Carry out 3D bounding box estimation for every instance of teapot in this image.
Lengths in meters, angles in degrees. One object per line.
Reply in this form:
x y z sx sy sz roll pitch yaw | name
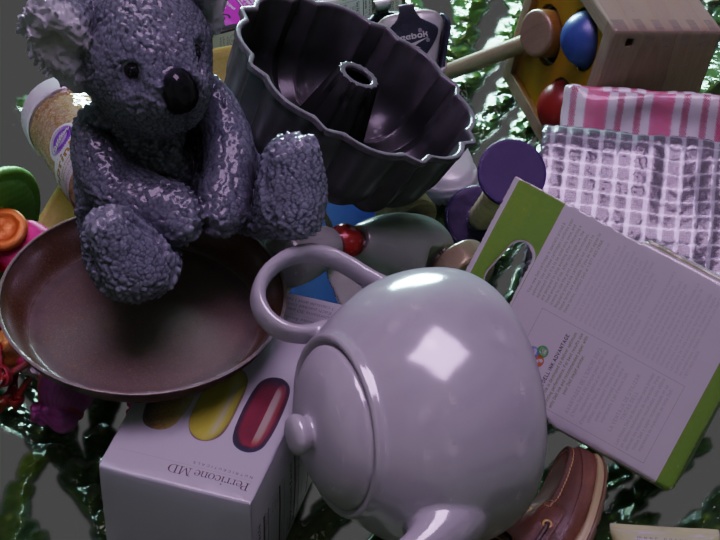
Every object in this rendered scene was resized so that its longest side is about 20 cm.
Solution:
0.017 0.091 1.275 0.145 0.199 0.200 -7 11 -26 | teapot

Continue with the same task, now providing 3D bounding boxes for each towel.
0.254 -0.071 1.575 0.199 0.147 0.030 5 5 3 | towel
0.205 -0.011 1.496 0.165 0.086 0.201 6 66 5 | towel

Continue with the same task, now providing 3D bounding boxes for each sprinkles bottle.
-0.210 -0.087 1.538 0.068 0.069 0.200 -15 31 -18 | sprinkles bottle

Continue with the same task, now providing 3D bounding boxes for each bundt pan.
-0.017 -0.118 1.474 0.201 0.076 0.202 22 33 -15 | bundt pan

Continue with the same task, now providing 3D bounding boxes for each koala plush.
-0.141 -0.115 1.330 0.177 0.201 0.184 -23 32 -16 | koala plush

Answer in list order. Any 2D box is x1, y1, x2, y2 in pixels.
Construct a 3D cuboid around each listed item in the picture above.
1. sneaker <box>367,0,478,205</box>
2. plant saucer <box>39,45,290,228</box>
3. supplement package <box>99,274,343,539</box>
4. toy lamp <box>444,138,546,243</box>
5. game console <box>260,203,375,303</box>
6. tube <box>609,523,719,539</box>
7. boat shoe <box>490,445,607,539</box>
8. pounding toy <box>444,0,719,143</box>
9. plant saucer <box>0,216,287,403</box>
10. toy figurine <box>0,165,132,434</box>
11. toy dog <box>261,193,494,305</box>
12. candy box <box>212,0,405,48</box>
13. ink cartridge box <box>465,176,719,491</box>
0.046 -0.155 1.668 0.079 0.130 0.200 -9 43 -11 | sneaker
-0.143 -0.095 1.590 0.199 0.049 0.201 -5 46 38 | plant saucer
-0.092 0.116 1.372 0.113 0.110 0.200 12 43 12 | supplement package
0.100 -0.053 1.517 0.058 0.200 0.059 2 77 -7 | toy lamp
-0.083 -0.007 1.581 0.170 0.118 0.201 -23 37 19 | game console
0.203 0.238 1.293 0.058 0.052 0.200 38 32 -20 | tube
0.112 0.187 1.316 0.067 0.072 0.200 30 47 0 | boat shoe
0.181 -0.186 1.687 0.141 0.185 0.200 -2 42 -21 | pounding toy
-0.151 0.027 1.361 0.199 0.032 0.201 2 39 -2 | plant saucer
-0.235 0.051 1.447 0.184 0.150 0.200 31 71 17 | toy figurine
0.000 0.000 1.485 0.199 0.097 0.132 9 33 -27 | toy dog
-0.075 -0.255 1.829 0.199 0.061 0.136 -18 45 -21 | candy box
0.170 0.041 1.398 0.199 0.148 0.076 29 7 12 | ink cartridge box
